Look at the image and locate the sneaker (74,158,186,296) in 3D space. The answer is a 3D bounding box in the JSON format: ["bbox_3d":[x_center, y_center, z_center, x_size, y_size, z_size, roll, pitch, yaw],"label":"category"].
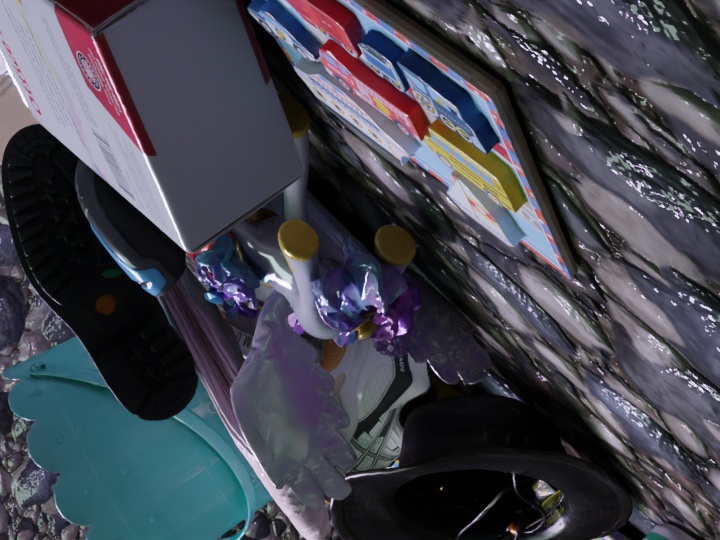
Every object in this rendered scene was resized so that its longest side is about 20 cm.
[{"bbox_3d":[-0.123,-0.069,0.963,0.073,0.081,0.201,51,-163,-40],"label":"sneaker"}]

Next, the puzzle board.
[{"bbox_3d":[0.007,-0.082,0.702,0.200,0.017,0.151,41,171,33],"label":"puzzle board"}]

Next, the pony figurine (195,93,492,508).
[{"bbox_3d":[-0.024,0.016,0.964,0.193,0.166,0.200,49,158,14],"label":"pony figurine"}]

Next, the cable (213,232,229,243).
[{"bbox_3d":[-0.153,-0.103,1.161,0.200,0.069,0.201,41,168,50],"label":"cable"}]

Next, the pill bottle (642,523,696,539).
[{"bbox_3d":[0.166,0.269,1.002,0.113,0.200,0.113,43,172,7],"label":"pill bottle"}]

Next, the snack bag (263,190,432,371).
[{"bbox_3d":[0.000,0.000,1.134,0.189,0.021,0.200,45,173,-1],"label":"snack bag"}]

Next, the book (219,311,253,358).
[{"bbox_3d":[-0.041,0.083,1.359,0.198,0.049,0.134,23,176,7],"label":"book"}]

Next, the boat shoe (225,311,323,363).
[{"bbox_3d":[-0.037,0.037,1.229,0.069,0.071,0.200,41,-172,20],"label":"boat shoe"}]

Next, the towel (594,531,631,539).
[{"bbox_3d":[0.207,0.221,1.201,0.200,0.023,0.144,37,168,41],"label":"towel"}]

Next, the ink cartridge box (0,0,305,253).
[{"bbox_3d":[-0.133,-0.124,0.869,0.200,0.082,0.147,38,156,45],"label":"ink cartridge box"}]

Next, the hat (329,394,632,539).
[{"bbox_3d":[0.079,0.130,1.060,0.201,0.198,0.082,56,-151,-55],"label":"hat"}]

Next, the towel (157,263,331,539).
[{"bbox_3d":[-0.086,0.084,1.121,0.192,0.032,0.200,59,177,27],"label":"towel"}]

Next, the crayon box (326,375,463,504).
[{"bbox_3d":[0.034,0.138,1.253,0.125,0.052,0.200,31,143,-1],"label":"crayon box"}]

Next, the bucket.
[{"bbox_3d":[-0.161,0.129,1.200,0.209,0.134,0.207,60,177,5],"label":"bucket"}]

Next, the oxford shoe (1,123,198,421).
[{"bbox_3d":[-0.175,0.001,1.022,0.202,0.072,0.084,67,169,-13],"label":"oxford shoe"}]

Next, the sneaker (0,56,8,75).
[{"bbox_3d":[-0.243,-0.180,1.065,0.074,0.070,0.200,64,150,11],"label":"sneaker"}]

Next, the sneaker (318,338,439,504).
[{"bbox_3d":[0.016,0.115,1.137,0.086,0.076,0.201,6,148,5],"label":"sneaker"}]

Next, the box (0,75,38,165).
[{"bbox_3d":[-0.241,-0.121,1.286,0.199,0.095,0.078,33,-157,-40],"label":"box"}]

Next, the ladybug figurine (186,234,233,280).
[{"bbox_3d":[-0.093,-0.012,1.331,0.136,0.072,0.200,41,174,32],"label":"ladybug figurine"}]
